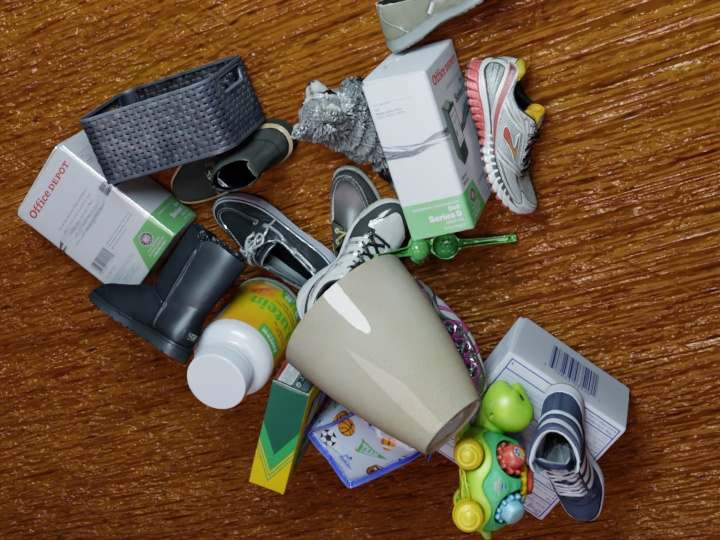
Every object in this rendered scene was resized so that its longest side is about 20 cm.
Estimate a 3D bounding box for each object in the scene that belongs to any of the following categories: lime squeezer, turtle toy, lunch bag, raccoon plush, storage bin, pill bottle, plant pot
[{"bbox_3d":[0.097,-0.026,1.445,0.199,0.071,0.038,-8,110,-22],"label":"lime squeezer"},{"bbox_3d":[0.167,0.238,1.411,0.101,0.146,0.201,1,90,5],"label":"turtle toy"},{"bbox_3d":[0.056,0.183,1.518,0.200,0.170,0.124,-31,105,27],"label":"lunch bag"},{"bbox_3d":[0.005,-0.158,1.384,0.200,0.134,0.097,41,119,-5],"label":"raccoon plush"},{"bbox_3d":[-0.240,-0.194,1.443,0.199,0.135,0.094,-12,111,23],"label":"storage bin"},{"bbox_3d":[-0.159,0.100,1.528,0.111,0.200,0.112,7,118,14],"label":"pill bottle"},{"bbox_3d":[0.044,0.117,1.348,0.200,0.187,0.188,46,123,20],"label":"plant pot"}]

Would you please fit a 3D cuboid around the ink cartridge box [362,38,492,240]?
[{"bbox_3d":[0.086,-0.159,1.351,0.084,0.146,0.201,-11,112,23],"label":"ink cartridge box"}]

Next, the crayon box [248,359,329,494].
[{"bbox_3d":[-0.081,0.177,1.542,0.058,0.200,0.173,20,120,7],"label":"crayon box"}]

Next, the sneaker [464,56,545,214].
[{"bbox_3d":[0.186,-0.161,1.358,0.082,0.078,0.201,-9,113,20],"label":"sneaker"}]

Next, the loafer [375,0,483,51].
[{"bbox_3d":[0.097,-0.330,1.303,0.200,0.075,0.070,-29,108,28],"label":"loafer"}]

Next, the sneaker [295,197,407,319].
[{"bbox_3d":[0.000,0.000,1.426,0.076,0.088,0.200,35,97,-18],"label":"sneaker"}]

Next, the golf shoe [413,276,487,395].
[{"bbox_3d":[0.110,0.085,1.456,0.073,0.092,0.200,-44,59,17],"label":"golf shoe"}]

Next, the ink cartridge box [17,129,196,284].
[{"bbox_3d":[-0.355,-0.079,1.568,0.200,0.084,0.146,40,120,-4],"label":"ink cartridge box"}]

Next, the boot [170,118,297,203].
[{"bbox_3d":[-0.191,-0.125,1.461,0.200,0.138,0.078,-28,105,28],"label":"boot"}]

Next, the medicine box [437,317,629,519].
[{"bbox_3d":[0.229,0.200,1.511,0.182,0.103,0.200,34,121,-1],"label":"medicine box"}]

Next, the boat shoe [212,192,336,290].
[{"bbox_3d":[-0.127,-0.034,1.515,0.199,0.068,0.074,37,126,10],"label":"boat shoe"}]

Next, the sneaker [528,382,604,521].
[{"bbox_3d":[0.258,0.253,1.405,0.070,0.109,0.201,-7,113,21],"label":"sneaker"}]

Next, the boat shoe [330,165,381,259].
[{"bbox_3d":[-0.002,-0.037,1.490,0.071,0.061,0.202,-5,114,21],"label":"boat shoe"}]

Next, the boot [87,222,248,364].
[{"bbox_3d":[-0.255,0.013,1.499,0.200,0.076,0.169,26,82,37],"label":"boot"}]
